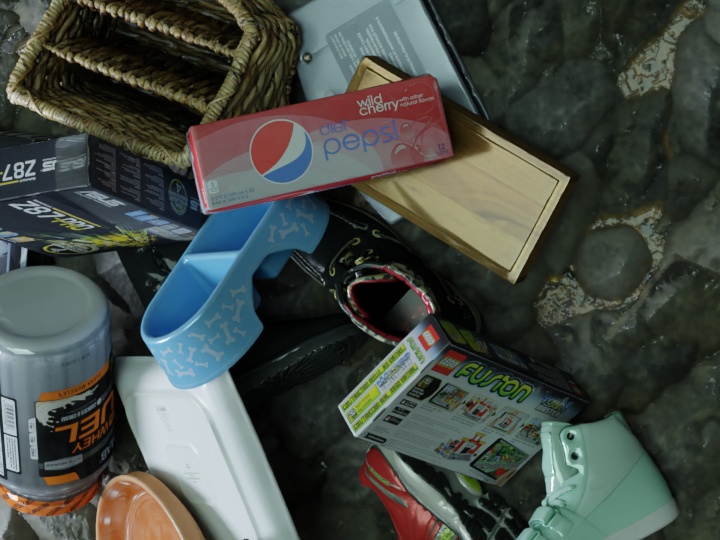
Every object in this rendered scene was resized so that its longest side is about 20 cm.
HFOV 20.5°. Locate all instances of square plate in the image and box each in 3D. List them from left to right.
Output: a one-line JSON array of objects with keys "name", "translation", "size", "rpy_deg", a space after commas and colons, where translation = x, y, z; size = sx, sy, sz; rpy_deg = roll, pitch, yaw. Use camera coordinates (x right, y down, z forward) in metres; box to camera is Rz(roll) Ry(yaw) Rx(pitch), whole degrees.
[{"name": "square plate", "translation": [-0.134, 0.165, 1.672], "size": [0.199, 0.028, 0.199], "rpy_deg": [-5, 110, 57]}]

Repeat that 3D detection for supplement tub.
[{"name": "supplement tub", "translation": [-0.273, 0.107, 1.717], "size": [0.122, 0.123, 0.201], "rpy_deg": [18, 130, 18]}]

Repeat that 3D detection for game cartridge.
[{"name": "game cartridge", "translation": [0.024, -0.148, 1.658], "size": [0.133, 0.040, 0.201], "rpy_deg": [-27, 86, 17]}]

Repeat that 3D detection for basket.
[{"name": "basket", "translation": [-0.168, -0.183, 1.646], "size": [0.199, 0.149, 0.144], "rpy_deg": [24, 110, 26]}]

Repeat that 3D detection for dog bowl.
[{"name": "dog bowl", "translation": [-0.105, 0.002, 1.602], "size": [0.050, 0.201, 0.111], "rpy_deg": [45, 154, -27]}]

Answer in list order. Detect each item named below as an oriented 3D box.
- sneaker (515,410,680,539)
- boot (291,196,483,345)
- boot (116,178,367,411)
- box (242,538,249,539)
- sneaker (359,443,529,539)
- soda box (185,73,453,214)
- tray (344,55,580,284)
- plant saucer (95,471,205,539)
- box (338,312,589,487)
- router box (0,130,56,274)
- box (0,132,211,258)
[{"name": "sneaker", "translation": [0.145, 0.188, 1.593], "size": [0.199, 0.074, 0.119], "rpy_deg": [-26, 86, -16]}, {"name": "boot", "translation": [0.002, -0.001, 1.613], "size": [0.203, 0.154, 0.074], "rpy_deg": [35, 95, 14]}, {"name": "boot", "translation": [-0.107, 0.010, 1.710], "size": [0.164, 0.066, 0.201], "rpy_deg": [-26, 70, -4]}, {"name": "box", "translation": [-0.061, 0.316, 1.664], "size": [0.021, 0.200, 0.164], "rpy_deg": [-36, 78, -22]}, {"name": "sneaker", "translation": [0.077, 0.219, 1.666], "size": [0.200, 0.077, 0.085], "rpy_deg": [50, 129, 10]}, {"name": "soda box", "translation": [-0.032, -0.098, 1.550], "size": [0.198, 0.063, 0.071], "rpy_deg": [-13, 90, -8]}, {"name": "tray", "translation": [0.067, -0.083, 1.612], "size": [0.199, 0.037, 0.099], "rpy_deg": [31, 105, 14]}, {"name": "plant saucer", "translation": [-0.170, 0.271, 1.723], "size": [0.200, 0.032, 0.202], "rpy_deg": [30, 127, 48]}, {"name": "box", "translation": [0.085, 0.106, 1.577], "size": [0.110, 0.199, 0.035], "rpy_deg": [-46, 51, 17]}, {"name": "router box", "translation": [-0.356, -0.029, 1.800], "size": [0.156, 0.052, 0.202], "rpy_deg": [9, 98, 20]}, {"name": "box", "translation": [-0.234, -0.057, 1.618], "size": [0.160, 0.200, 0.050], "rpy_deg": [-9, 75, 23]}]
